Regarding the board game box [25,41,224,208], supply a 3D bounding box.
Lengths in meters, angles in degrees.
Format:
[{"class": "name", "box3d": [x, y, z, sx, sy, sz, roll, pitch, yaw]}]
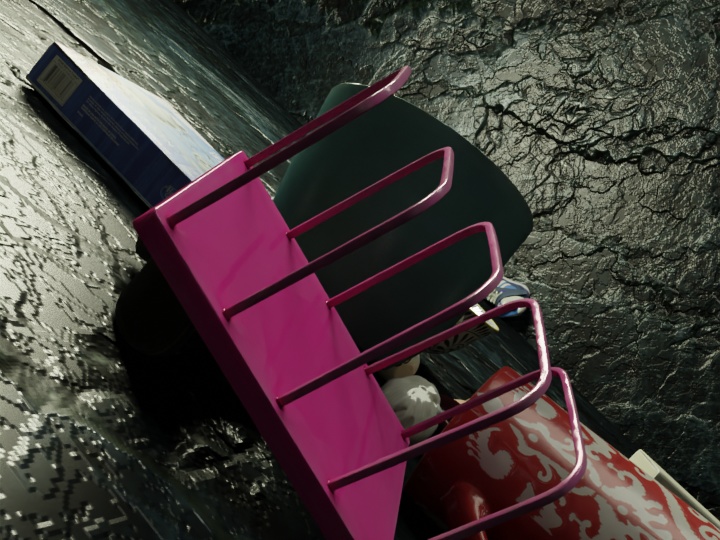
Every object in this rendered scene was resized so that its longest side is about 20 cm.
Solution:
[{"class": "board game box", "box3d": [-0.162, -0.094, 0.754, 0.200, 0.043, 0.199, 45, 6, 12]}]

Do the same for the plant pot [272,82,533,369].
[{"class": "plant pot", "box3d": [0.011, -0.021, 0.690, 0.200, 0.162, 0.201, 34, -10, 7]}]

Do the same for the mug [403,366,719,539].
[{"class": "mug", "box3d": [0.129, 0.162, 0.520, 0.200, 0.134, 0.177, 41, 5, 17]}]

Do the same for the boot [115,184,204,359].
[{"class": "boot", "box3d": [-0.053, 0.035, 0.514, 0.174, 0.069, 0.200, 44, 9, -21]}]

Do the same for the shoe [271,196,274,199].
[{"class": "shoe", "box3d": [-0.060, -0.076, 0.995, 0.071, 0.091, 0.200, 41, 8, -11]}]

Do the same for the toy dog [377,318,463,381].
[{"class": "toy dog", "box3d": [0.000, 0.000, 0.815, 0.199, 0.132, 0.097, 37, -25, 27]}]

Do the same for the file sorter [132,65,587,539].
[{"class": "file sorter", "box3d": [0.014, 0.018, 0.426, 0.201, 0.124, 0.139, 60, 15, -12]}]

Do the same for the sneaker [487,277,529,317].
[{"class": "sneaker", "box3d": [0.425, 0.081, 2.684, 0.198, 0.081, 0.147, 15, 32, 15]}]

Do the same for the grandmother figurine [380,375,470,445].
[{"class": "grandmother figurine", "box3d": [0.069, 0.125, 0.702, 0.120, 0.061, 0.199, 14, -6, 33]}]

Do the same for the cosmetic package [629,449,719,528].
[{"class": "cosmetic package", "box3d": [0.367, 0.316, 0.989, 0.200, 0.104, 0.073, 43, 7, -7]}]

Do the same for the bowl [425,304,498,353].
[{"class": "bowl", "box3d": [0.052, 0.030, 0.969, 0.201, 0.094, 0.201, 43, 7, -6]}]
